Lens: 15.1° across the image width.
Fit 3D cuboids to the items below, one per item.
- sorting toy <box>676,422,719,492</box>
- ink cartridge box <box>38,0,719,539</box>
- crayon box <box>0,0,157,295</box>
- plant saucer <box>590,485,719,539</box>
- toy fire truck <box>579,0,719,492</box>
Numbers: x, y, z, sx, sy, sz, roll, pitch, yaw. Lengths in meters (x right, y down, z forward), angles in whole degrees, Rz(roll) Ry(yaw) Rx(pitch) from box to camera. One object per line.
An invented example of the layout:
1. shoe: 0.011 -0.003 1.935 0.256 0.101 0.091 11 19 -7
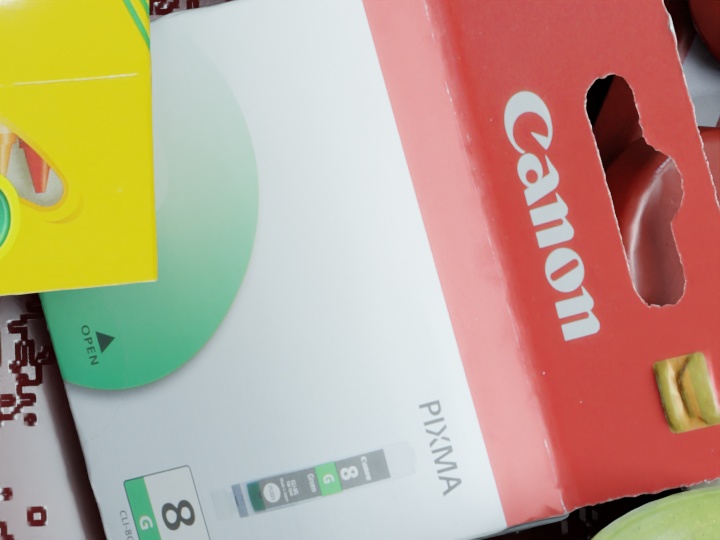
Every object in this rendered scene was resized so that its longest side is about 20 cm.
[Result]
1. sorting toy: 0.205 0.022 0.746 0.200 0.036 0.185 27 82 -9
2. ink cartridge box: 0.000 0.000 0.732 0.050 0.200 0.161 -14 88 -52
3. crayon box: -0.154 -0.077 0.678 0.200 0.058 0.173 -5 102 -19
4. plant saucer: 0.133 0.125 0.632 0.200 0.200 0.031 13 122 -11
5. toy fire truck: 0.125 -0.026 0.803 0.168 0.112 0.200 25 82 -28
